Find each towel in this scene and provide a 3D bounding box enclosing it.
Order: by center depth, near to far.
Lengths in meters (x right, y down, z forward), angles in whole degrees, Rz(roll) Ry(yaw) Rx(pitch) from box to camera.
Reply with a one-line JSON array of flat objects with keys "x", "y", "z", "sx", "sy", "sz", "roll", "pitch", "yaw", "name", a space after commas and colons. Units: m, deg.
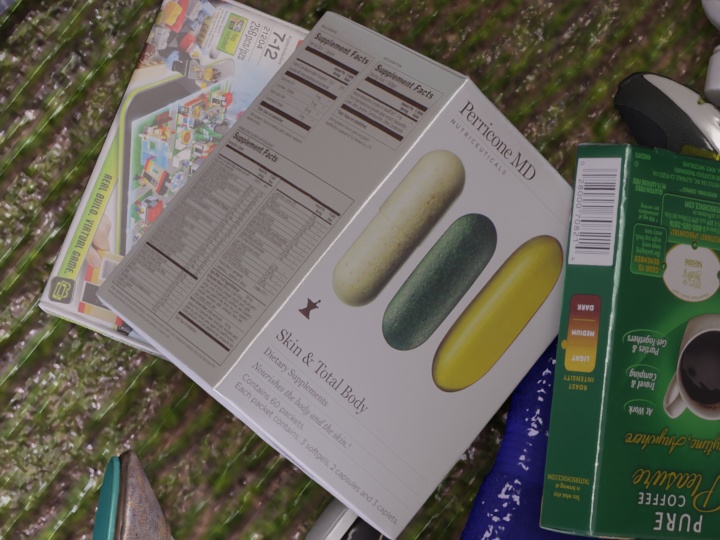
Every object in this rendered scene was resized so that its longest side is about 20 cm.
[{"x": 0.125, "y": 0.137, "z": 1.437, "sx": 0.147, "sy": 0.050, "sz": 0.201, "roll": 27, "pitch": 72, "yaw": -17, "name": "towel"}]

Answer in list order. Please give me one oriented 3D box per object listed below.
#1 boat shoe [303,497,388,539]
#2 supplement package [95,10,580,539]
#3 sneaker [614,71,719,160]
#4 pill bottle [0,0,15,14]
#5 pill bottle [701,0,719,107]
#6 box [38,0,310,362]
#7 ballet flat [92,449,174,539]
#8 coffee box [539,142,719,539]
[{"x": -0.020, "y": 0.185, "z": 1.452, "sx": 0.060, "sy": 0.074, "sz": 0.200, "roll": 37, "pitch": 78, "yaw": -3, "name": "boat shoe"}, {"x": 0.000, "y": 0.000, "z": 1.409, "sx": 0.200, "sy": 0.151, "sz": 0.152, "roll": -51, "pitch": 124, "yaw": -5, "name": "supplement package"}, {"x": 0.192, "y": -0.018, "z": 1.471, "sx": 0.084, "sy": 0.074, "sz": 0.200, "roll": -34, "pitch": 82, "yaw": -2, "name": "sneaker"}, {"x": -0.252, "y": -0.173, "z": 1.489, "sx": 0.200, "sy": 0.116, "sz": 0.116, "roll": -44, "pitch": 83, "yaw": -4, "name": "pill bottle"}, {"x": 0.249, "y": -0.185, "z": 1.473, "sx": 0.111, "sy": 0.112, "sz": 0.201, "roll": 12, "pitch": 82, "yaw": 4, "name": "pill bottle"}, {"x": -0.092, "y": -0.051, "z": 1.506, "sx": 0.110, "sy": 0.035, "sz": 0.201, "roll": 21, "pitch": 83, "yaw": 5, "name": "box"}, {"x": -0.123, "y": 0.201, "z": 1.465, "sx": 0.067, "sy": 0.068, "sz": 0.201, "roll": 11, "pitch": 88, "yaw": -14, "name": "ballet flat"}, {"x": 0.155, "y": 0.040, "z": 1.384, "sx": 0.122, "sy": 0.044, "sz": 0.201, "roll": 6, "pitch": 87, "yaw": -41, "name": "coffee box"}]
